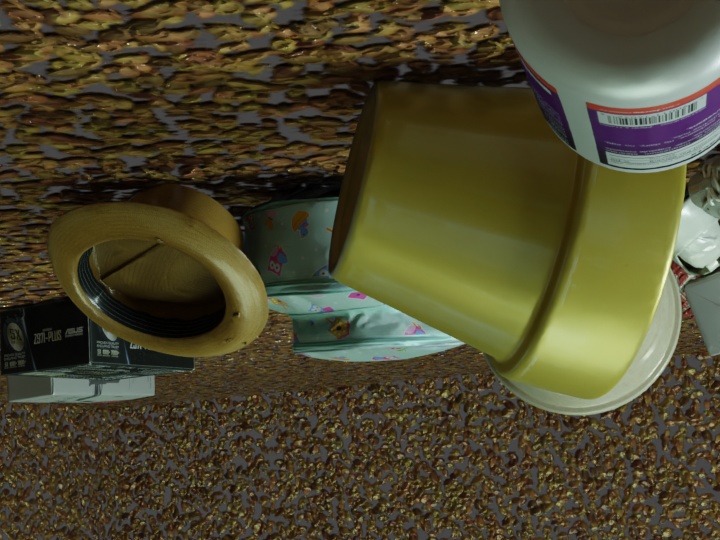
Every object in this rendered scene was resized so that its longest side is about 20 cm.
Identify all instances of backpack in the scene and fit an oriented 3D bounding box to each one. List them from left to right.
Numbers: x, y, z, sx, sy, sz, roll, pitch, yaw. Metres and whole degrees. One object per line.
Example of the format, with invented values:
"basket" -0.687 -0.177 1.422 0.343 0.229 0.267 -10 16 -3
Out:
"backpack" 0.000 0.000 1.220 0.199 0.155 0.175 12 169 -37

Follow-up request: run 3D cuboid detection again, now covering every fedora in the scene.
"fedora" -0.158 -0.011 1.179 0.199 0.082 0.201 14 141 11

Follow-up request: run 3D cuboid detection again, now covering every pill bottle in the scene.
"pill bottle" 0.128 -0.110 0.660 0.111 0.114 0.200 -5 172 12

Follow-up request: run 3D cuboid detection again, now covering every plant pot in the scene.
"plant pot" 0.084 -0.036 0.921 0.187 0.203 0.201 13 169 -7
"plant pot" 0.188 0.012 1.315 0.198 0.202 0.184 -5 160 14

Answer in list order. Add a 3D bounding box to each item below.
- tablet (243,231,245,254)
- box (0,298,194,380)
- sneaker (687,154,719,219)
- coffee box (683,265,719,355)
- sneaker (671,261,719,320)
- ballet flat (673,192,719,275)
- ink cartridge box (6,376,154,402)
"tablet" -0.129 -0.017 1.334 0.198 0.014 0.130 1 -165 -24
"box" -0.340 0.091 1.869 0.163 0.087 0.199 -10 169 34
"sneaker" 0.305 -0.068 1.149 0.091 0.077 0.200 -2 171 20
"coffee box" 0.430 0.012 1.464 0.113 0.080 0.199 -23 178 40
"sneaker" 0.441 0.020 1.753 0.199 0.083 0.078 24 138 -34
"ballet flat" 0.323 -0.030 1.383 0.069 0.070 0.200 -5 173 12
"ink cartridge box" -0.458 0.170 2.343 0.199 0.084 0.145 4 168 -43
